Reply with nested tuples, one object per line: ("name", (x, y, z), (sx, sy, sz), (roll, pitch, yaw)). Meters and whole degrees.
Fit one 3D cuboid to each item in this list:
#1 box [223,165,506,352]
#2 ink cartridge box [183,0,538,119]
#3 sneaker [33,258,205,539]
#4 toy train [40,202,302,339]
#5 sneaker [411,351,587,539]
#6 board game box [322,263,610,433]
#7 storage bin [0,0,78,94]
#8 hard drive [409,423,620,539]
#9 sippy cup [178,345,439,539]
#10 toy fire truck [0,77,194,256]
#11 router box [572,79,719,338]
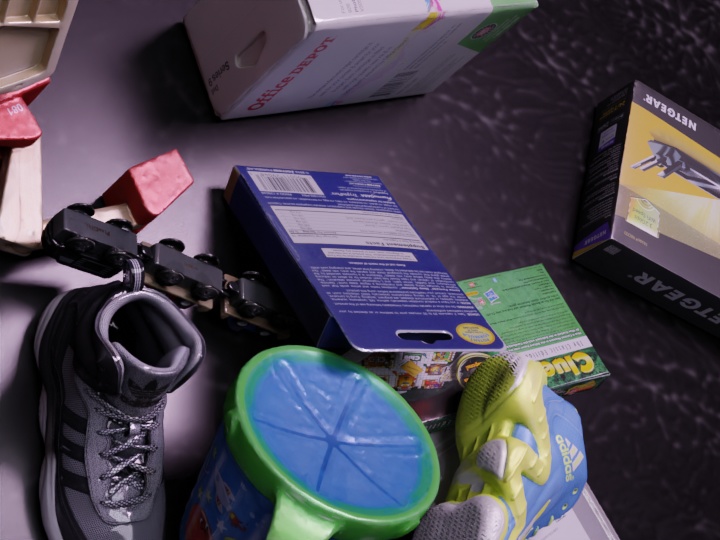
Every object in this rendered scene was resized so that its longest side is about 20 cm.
("box", (0.000, 0.000, 0.991), (0.121, 0.032, 0.200), (3, 34, -32))
("ink cartridge box", (-0.002, -0.181, 1.056), (0.200, 0.145, 0.088), (-15, 79, -36))
("sneaker", (-0.138, 0.093, 0.874), (0.075, 0.114, 0.200), (-1, 71, -33))
("toy train", (-0.115, 0.006, 0.950), (0.200, 0.046, 0.034), (23, 51, -38))
("sneaker", (0.101, 0.159, 0.981), (0.105, 0.076, 0.200), (30, 70, -32))
("board game box", (0.071, 0.056, 1.053), (0.200, 0.023, 0.105), (-11, 56, -30))
("storage bin", (-0.243, -0.231, 0.856), (0.094, 0.199, 0.200), (-20, 63, -39))
("hard drive", (0.109, 0.184, 1.046), (0.140, 0.038, 0.200), (-27, 86, -38))
("sippy cup", (-0.042, 0.136, 0.896), (0.178, 0.130, 0.140), (-10, 53, -48))
("toy fire truck", (-0.217, -0.061, 0.928), (0.200, 0.049, 0.141), (-32, 91, -37))
("router box", (0.277, -0.042, 1.238), (0.200, 0.052, 0.157), (26, 59, -22))
